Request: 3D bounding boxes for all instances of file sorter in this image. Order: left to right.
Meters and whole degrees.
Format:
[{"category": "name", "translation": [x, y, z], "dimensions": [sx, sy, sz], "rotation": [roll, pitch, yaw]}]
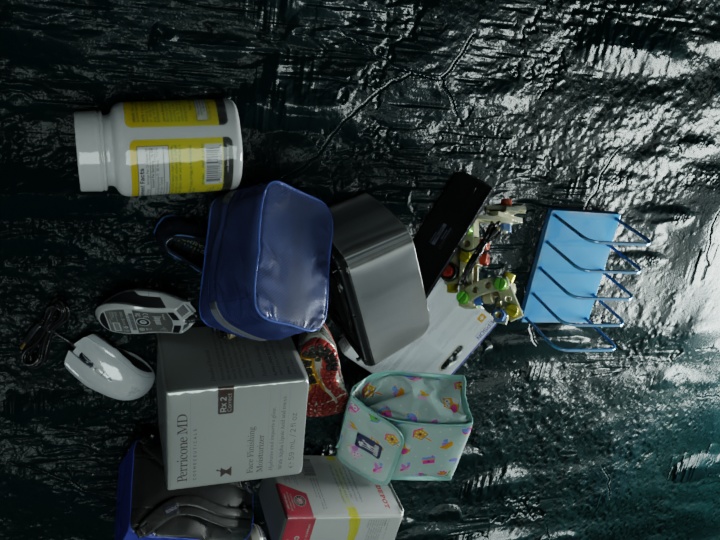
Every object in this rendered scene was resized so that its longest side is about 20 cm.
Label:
[{"category": "file sorter", "translation": [0.365, 0.018, 1.342], "dimensions": [0.136, 0.123, 0.204], "rotation": [2, 115, -20]}]

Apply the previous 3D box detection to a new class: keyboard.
[{"category": "keyboard", "translation": [0.137, -0.040, 1.220], "dimensions": [0.020, 0.126, 0.202], "rotation": [25, 99, -52]}]

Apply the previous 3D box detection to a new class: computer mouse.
[{"category": "computer mouse", "translation": [-0.375, 0.129, 1.168], "dimensions": [0.199, 0.044, 0.110], "rotation": [37, 98, -31]}, {"category": "computer mouse", "translation": [-0.265, 0.052, 1.141], "dimensions": [0.195, 0.045, 0.111], "rotation": [3, 145, -4]}]

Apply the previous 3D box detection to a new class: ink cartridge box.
[{"category": "ink cartridge box", "translation": [-0.049, 0.372, 1.313], "dimensions": [0.196, 0.146, 0.085], "rotation": [7, 114, -23]}, {"category": "ink cartridge box", "translation": [0.094, 0.098, 1.329], "dimensions": [0.199, 0.043, 0.197], "rotation": [36, 99, -34]}]

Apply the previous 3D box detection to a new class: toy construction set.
[{"category": "toy construction set", "translation": [0.189, -0.021, 1.244], "dimensions": [0.128, 0.204, 0.092], "rotation": [-1, 156, 26]}]

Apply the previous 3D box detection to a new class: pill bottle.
[{"category": "pill bottle", "translation": [-0.252, -0.153, 1.032], "dimensions": [0.195, 0.115, 0.117], "rotation": [-5, 117, -18]}]

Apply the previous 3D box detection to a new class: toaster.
[{"category": "toaster", "translation": [0.000, 0.000, 1.166], "dimensions": [0.117, 0.181, 0.204], "rotation": [-23, 121, -14]}]

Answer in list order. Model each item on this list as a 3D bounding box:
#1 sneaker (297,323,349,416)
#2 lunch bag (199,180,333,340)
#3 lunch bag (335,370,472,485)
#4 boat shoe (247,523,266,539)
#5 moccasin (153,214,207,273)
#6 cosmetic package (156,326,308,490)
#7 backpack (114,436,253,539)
[{"category": "sneaker", "translation": [-0.059, 0.155, 1.281], "dimensions": [0.076, 0.083, 0.203], "rotation": [-5, 135, -5]}, {"category": "lunch bag", "translation": [-0.126, -0.016, 1.057], "dimensions": [0.135, 0.130, 0.205], "rotation": [23, 65, -45]}, {"category": "lunch bag", "translation": [0.064, 0.251, 1.309], "dimensions": [0.195, 0.124, 0.172], "rotation": [2, 135, -11]}, {"category": "boat shoe", "translation": [-0.149, 0.504, 1.429], "dimensions": [0.091, 0.075, 0.204], "rotation": [-14, 127, -20]}, {"category": "moccasin", "translation": [-0.197, -0.009, 1.151], "dimensions": [0.197, 0.068, 0.082], "rotation": [18, 109, -28]}, {"category": "cosmetic package", "translation": [-0.191, 0.189, 1.194], "dimensions": [0.195, 0.165, 0.168], "rotation": [-4, 117, -18]}, {"category": "backpack", "translation": [-0.270, 0.358, 1.258], "dimensions": [0.196, 0.165, 0.168], "rotation": [12, 142, -26]}]
